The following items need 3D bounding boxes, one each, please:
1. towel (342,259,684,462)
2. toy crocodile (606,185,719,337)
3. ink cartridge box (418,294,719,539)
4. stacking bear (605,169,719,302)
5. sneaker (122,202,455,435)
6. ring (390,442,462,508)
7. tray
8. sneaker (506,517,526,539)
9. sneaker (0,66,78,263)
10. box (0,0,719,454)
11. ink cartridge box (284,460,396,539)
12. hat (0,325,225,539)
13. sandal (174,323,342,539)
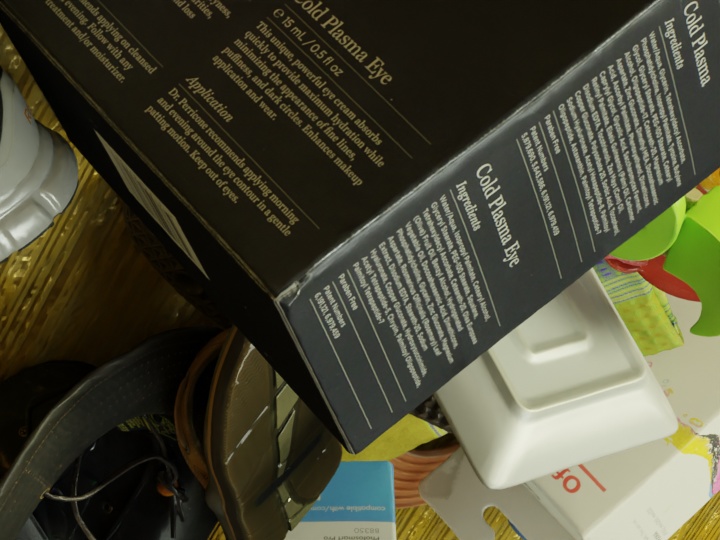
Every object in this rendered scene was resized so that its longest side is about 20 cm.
[{"bbox_3d":[0.038,0.037,1.107,0.199,0.023,0.144,-23,146,8],"label":"towel"},{"bbox_3d":[0.070,-0.042,0.964,0.068,0.199,0.062,-59,174,-55],"label":"toy crocodile"},{"bbox_3d":[0.121,0.062,1.186,0.200,0.116,0.068,-43,147,-3],"label":"ink cartridge box"},{"bbox_3d":[0.164,-0.082,1.044,0.114,0.121,0.201,131,-19,-71],"label":"stacking bear"},{"bbox_3d":[0.000,0.000,1.016,0.070,0.199,0.076,-45,-163,58],"label":"sneaker"},{"bbox_3d":[0.060,0.034,1.214,0.200,0.019,0.201,-28,144,-23],"label":"ring"},{"bbox_3d":[0.047,-0.014,0.990,0.107,0.201,0.022,-14,156,-37],"label":"tray"},{"bbox_3d":[0.145,0.091,1.328,0.199,0.077,0.085,-17,159,-45],"label":"sneaker"},{"bbox_3d":[-0.197,-0.008,0.866,0.200,0.074,0.080,-40,132,-14],"label":"sneaker"},{"bbox_3d":[0.001,-0.074,0.871,0.182,0.200,0.104,-37,144,-9],"label":"box"},{"bbox_3d":[-0.016,0.193,1.085,0.066,0.201,0.116,1,131,-2],"label":"ink cartridge box"},{"bbox_3d":[-0.131,0.096,1.023,0.201,0.081,0.201,-44,151,-32],"label":"hat"},{"bbox_3d":[-0.042,0.054,0.999,0.082,0.055,0.200,-46,163,-19],"label":"sandal"}]
